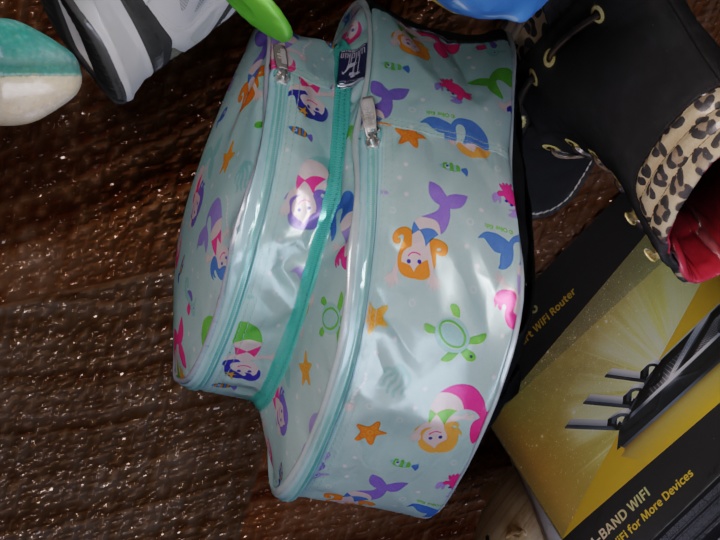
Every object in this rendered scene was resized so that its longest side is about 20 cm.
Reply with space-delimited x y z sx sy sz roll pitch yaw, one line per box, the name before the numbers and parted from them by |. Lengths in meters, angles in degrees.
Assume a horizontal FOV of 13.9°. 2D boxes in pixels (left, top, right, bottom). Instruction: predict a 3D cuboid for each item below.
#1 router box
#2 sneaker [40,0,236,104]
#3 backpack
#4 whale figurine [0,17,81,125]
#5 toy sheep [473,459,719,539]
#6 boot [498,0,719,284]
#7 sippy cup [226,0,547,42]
router box | 0.160 0.042 1.472 0.200 0.158 0.052 -46 144 19
sneaker | -0.078 -0.155 1.126 0.115 0.076 0.201 -35 155 -11
backpack | 0.000 0.000 1.257 0.150 0.201 0.178 7 134 -17
whale figurine | -0.195 -0.088 1.077 0.199 0.159 0.104 -6 94 -48
toy sheep | 0.153 0.120 1.589 0.199 0.138 0.138 -23 145 -5
boot | 0.118 -0.056 1.318 0.073 0.151 0.200 -14 145 -26
sippy cup | 0.029 -0.161 1.058 0.139 0.130 0.178 2 124 -44
